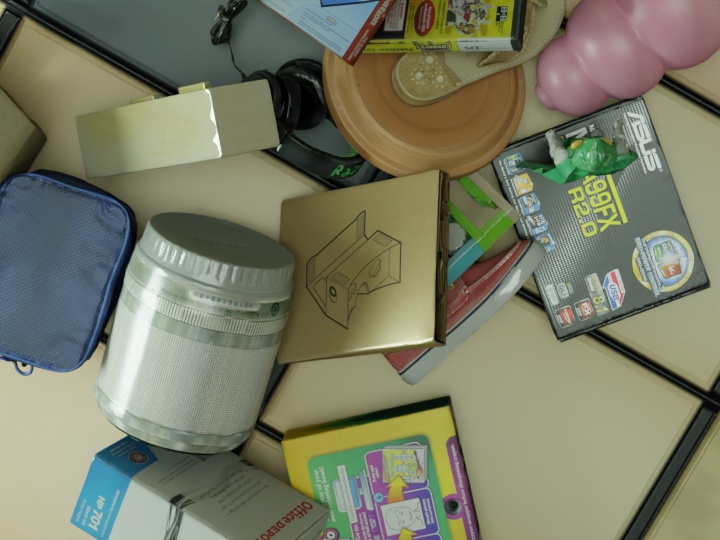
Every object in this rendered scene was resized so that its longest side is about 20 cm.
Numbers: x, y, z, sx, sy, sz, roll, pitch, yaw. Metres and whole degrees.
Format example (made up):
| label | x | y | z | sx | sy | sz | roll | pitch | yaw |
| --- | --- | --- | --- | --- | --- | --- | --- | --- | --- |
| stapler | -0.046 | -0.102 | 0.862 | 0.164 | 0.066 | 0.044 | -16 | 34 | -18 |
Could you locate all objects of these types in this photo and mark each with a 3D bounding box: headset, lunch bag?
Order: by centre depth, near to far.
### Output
| label | x | y | z | sx | sy | sz | roll | pitch | yaw |
| --- | --- | --- | --- | --- | --- | --- | --- | --- | --- |
| headset | -0.067 | -0.173 | 1.517 | 0.200 | 0.123 | 0.094 | 43 | 122 | 13 |
| lunch bag | -0.299 | 0.007 | 1.544 | 0.135 | 0.132 | 0.201 | 21 | 92 | -4 |

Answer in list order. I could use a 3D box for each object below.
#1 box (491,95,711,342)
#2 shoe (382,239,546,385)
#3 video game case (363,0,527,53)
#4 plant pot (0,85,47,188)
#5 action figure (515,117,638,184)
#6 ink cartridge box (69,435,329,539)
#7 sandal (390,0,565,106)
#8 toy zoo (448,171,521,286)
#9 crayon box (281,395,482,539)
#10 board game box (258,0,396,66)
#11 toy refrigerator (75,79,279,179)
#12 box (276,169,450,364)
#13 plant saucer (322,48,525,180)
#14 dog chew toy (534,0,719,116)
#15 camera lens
| label | x | y | z | sx | sy | sz | roll | pitch | yaw |
| --- | --- | --- | --- | --- | --- | --- | --- | --- | --- |
| box | 0.232 | -0.051 | 1.559 | 0.160 | 0.044 | 0.201 | -20 | 95 | 5 |
| shoe | 0.083 | 0.019 | 1.544 | 0.091 | 0.071 | 0.200 | 44 | 116 | -2 |
| video game case | 0.069 | -0.294 | 1.484 | 0.180 | 0.026 | 0.201 | 1 | 69 | 17 |
| plant pot | -0.410 | -0.122 | 1.512 | 0.177 | 0.200 | 0.200 | -41 | 93 | -4 |
| action figure | 0.203 | -0.105 | 1.432 | 0.118 | 0.200 | 0.055 | -9 | 95 | 3 |
| ink cartridge box | -0.152 | 0.235 | 1.529 | 0.200 | 0.146 | 0.086 | 30 | 111 | 14 |
| sandal | 0.125 | -0.224 | 1.487 | 0.211 | 0.070 | 0.078 | -34 | 89 | -21 |
| toy zoo | 0.044 | -0.021 | 1.534 | 0.200 | 0.131 | 0.020 | -43 | 137 | 3 |
| crayon box | 0.027 | 0.243 | 1.596 | 0.172 | 0.058 | 0.201 | -12 | 96 | 5 |
| board game box | -0.036 | -0.272 | 1.486 | 0.019 | 0.200 | 0.103 | 26 | 101 | -43 |
| toy refrigerator | -0.175 | -0.134 | 1.495 | 0.200 | 0.076 | 0.070 | -4 | 99 | 44 |
| box | 0.000 | 0.000 | 1.506 | 0.200 | 0.021 | 0.164 | -9 | 73 | 40 |
| plant saucer | 0.064 | -0.183 | 1.515 | 0.200 | 0.032 | 0.201 | 4 | 75 | -15 |
| dog chew toy | 0.251 | -0.221 | 1.505 | 0.200 | 0.125 | 0.125 | -36 | 94 | 13 |
| camera lens | -0.158 | 0.063 | 1.520 | 0.159 | 0.160 | 0.201 | 18 | 106 | 0 |
